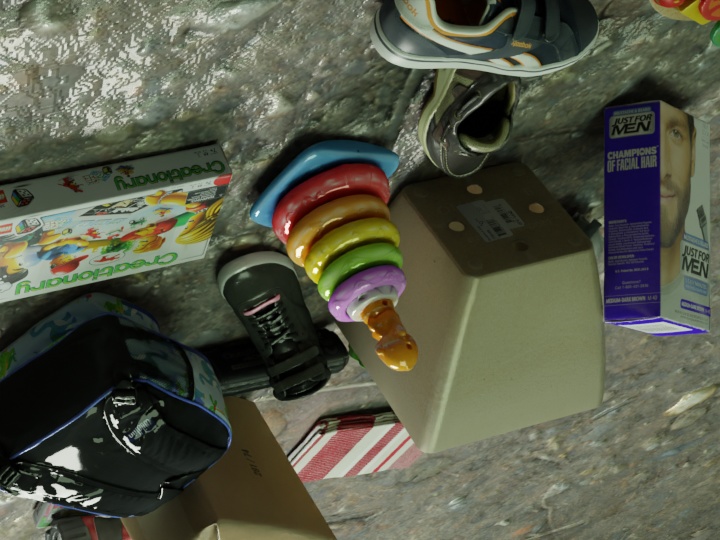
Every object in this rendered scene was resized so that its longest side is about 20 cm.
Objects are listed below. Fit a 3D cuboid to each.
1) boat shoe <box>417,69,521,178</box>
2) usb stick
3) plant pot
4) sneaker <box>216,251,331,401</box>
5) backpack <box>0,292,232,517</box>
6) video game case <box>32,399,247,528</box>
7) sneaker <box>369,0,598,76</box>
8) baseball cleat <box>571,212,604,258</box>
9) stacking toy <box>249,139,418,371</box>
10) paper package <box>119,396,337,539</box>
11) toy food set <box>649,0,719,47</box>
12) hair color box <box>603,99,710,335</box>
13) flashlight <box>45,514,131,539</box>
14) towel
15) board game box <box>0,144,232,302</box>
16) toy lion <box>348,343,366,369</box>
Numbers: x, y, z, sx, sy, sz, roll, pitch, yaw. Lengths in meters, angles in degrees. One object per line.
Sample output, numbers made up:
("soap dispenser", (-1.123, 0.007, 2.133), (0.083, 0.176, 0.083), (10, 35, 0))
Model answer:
("boat shoe", (0.093, -0.126, 1.549), (0.073, 0.065, 0.200), (-22, 156, -10))
("usb stick", (-0.106, 0.094, 1.807), (0.199, 0.056, 0.033), (-11, 135, -28))
("plant pot", (0.113, 0.017, 1.706), (0.199, 0.200, 0.178), (-12, 135, -25))
("sneaker", (-0.073, 0.056, 1.711), (0.070, 0.100, 0.200), (-24, 154, 2))
("backpack", (-0.220, 0.120, 1.640), (0.183, 0.148, 0.200), (-36, 144, 18))
("video game case", (-0.230, 0.204, 1.946), (0.199, 0.022, 0.182), (-8, 150, -31))
("sneaker", (0.110, -0.197, 1.412), (0.199, 0.079, 0.079), (-8, 156, -29))
("baseball cleat", (0.197, 0.005, 1.892), (0.106, 0.070, 0.200), (-41, 179, -25))
("stacking toy", (0.000, 0.000, 1.548), (0.116, 0.201, 0.110), (0, 145, -43))
("paper package", (-0.148, 0.216, 1.802), (0.104, 0.200, 0.190), (-47, 143, 18))
("toy food set", (0.328, -0.265, 1.511), (0.200, 0.049, 0.197), (-38, 152, 25))
("hair color box", (0.275, -0.046, 1.707), (0.064, 0.202, 0.109), (-7, 168, 35))
("flashlight", (-0.235, 0.280, 1.986), (0.199, 0.068, 0.068), (-9, 148, -29))
("towel", (0.004, 0.203, 2.157), (0.199, 0.023, 0.144), (-4, 150, -34))
("board game box", (-0.210, -0.036, 1.484), (0.199, 0.035, 0.126), (-13, 153, -24))
("toy lion", (0.090, 0.092, 1.858), (0.200, 0.191, 0.069), (-9, 118, -63))
